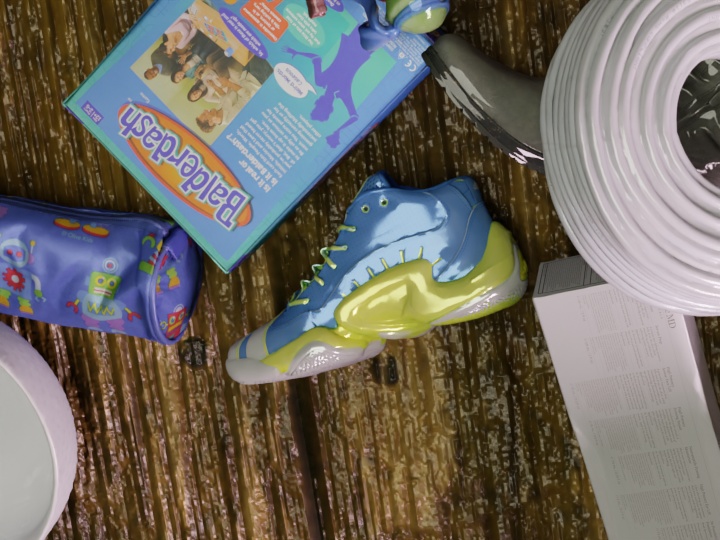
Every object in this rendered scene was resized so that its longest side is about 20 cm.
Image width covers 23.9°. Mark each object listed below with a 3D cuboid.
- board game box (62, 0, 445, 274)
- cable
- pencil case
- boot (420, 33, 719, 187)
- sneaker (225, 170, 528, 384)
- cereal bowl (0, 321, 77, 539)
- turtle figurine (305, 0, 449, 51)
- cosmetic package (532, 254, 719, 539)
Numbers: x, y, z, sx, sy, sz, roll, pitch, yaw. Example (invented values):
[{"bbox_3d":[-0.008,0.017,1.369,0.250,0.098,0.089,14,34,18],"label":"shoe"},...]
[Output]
[{"bbox_3d":[-0.064,-0.121,1.051,0.152,0.045,0.200,46,109,1],"label":"board game box"},{"bbox_3d":[0.197,-0.076,0.915,0.199,0.069,0.200,5,86,-13],"label":"cable"},{"bbox_3d":[-0.202,-0.011,1.095,0.200,0.078,0.087,11,128,11],"label":"pencil case"},{"bbox_3d":[0.145,-0.108,0.985,0.200,0.068,0.131,35,106,-11],"label":"boot"},{"bbox_3d":[0.000,0.000,1.055,0.200,0.076,0.105,-19,85,11],"label":"sneaker"},{"bbox_3d":[-0.275,0.105,1.133,0.200,0.083,0.201,6,113,15],"label":"cereal bowl"},{"bbox_3d":[0.028,-0.244,0.949,0.194,0.144,0.200,54,130,12],"label":"turtle figurine"},{"bbox_3d":[0.169,0.083,1.008,0.082,0.051,0.200,-11,115,19],"label":"cosmetic package"}]
